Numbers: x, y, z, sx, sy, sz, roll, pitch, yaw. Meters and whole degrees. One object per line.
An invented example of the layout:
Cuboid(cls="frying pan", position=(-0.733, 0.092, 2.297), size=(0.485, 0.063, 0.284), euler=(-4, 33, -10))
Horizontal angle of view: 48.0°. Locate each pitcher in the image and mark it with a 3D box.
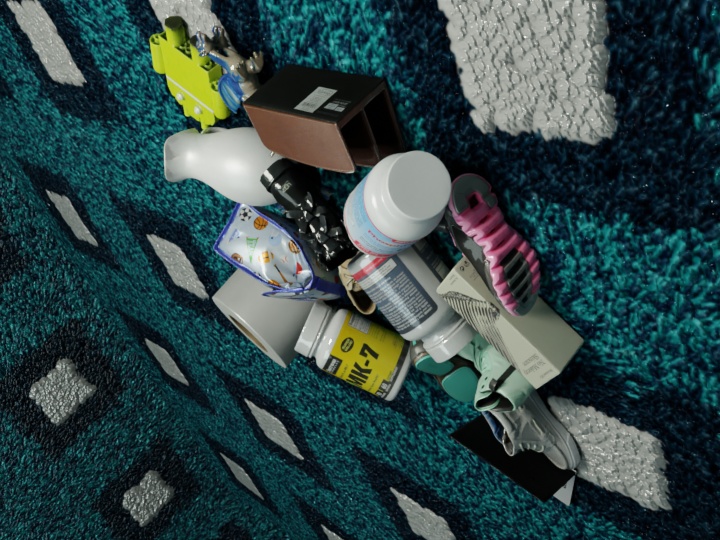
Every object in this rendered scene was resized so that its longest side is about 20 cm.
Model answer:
Cuboid(cls="pitcher", position=(-0.199, -0.188, 1.336), size=(0.195, 0.172, 0.123), euler=(12, 125, 13))

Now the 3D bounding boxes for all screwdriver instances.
Cuboid(cls="screwdriver", position=(0.056, -0.096, 1.178), size=(0.198, 0.028, 0.030), euler=(29, 119, 37))

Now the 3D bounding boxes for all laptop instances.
Cuboid(cls="laptop", position=(0.257, 0.340, 1.372), size=(0.186, 0.116, 0.202), euler=(32, 150, 30))

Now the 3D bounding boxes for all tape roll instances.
Cuboid(cls="tape roll", position=(-0.175, 0.072, 1.587), size=(0.202, 0.139, 0.203), euler=(40, 166, 12))

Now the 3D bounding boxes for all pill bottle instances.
Cuboid(cls="pill bottle", position=(0.083, 0.033, 1.205), size=(0.201, 0.119, 0.119), euler=(50, 154, -6))
Cuboid(cls="pill bottle", position=(0.047, -0.086, 1.041), size=(0.109, 0.109, 0.200), euler=(47, 165, -3))
Cuboid(cls="pill bottle", position=(-0.011, 0.140, 1.440), size=(0.197, 0.116, 0.115), euler=(25, 153, -2))

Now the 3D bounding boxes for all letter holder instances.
Cuboid(cls="letter holder", position=(-0.045, -0.188, 1.121), size=(0.198, 0.101, 0.144), euler=(21, 146, 42))

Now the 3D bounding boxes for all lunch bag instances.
Cuboid(cls="lunch bag", position=(-0.129, -0.015, 1.406), size=(0.198, 0.126, 0.170), euler=(32, -175, 19))

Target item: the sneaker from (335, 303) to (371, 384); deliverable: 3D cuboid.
Cuboid(cls="sneaker", position=(-0.011, 0.146, 1.547), size=(0.077, 0.085, 0.203), euler=(23, 145, 39))

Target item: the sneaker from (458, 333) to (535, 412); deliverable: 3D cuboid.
Cuboid(cls="sneaker", position=(0.181, 0.146, 1.215), size=(0.199, 0.118, 0.074), euler=(11, 140, 52))

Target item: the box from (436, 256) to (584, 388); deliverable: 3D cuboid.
Cuboid(cls="box", position=(0.204, 0.062, 1.119), size=(0.200, 0.068, 0.082), euler=(44, 153, 8))

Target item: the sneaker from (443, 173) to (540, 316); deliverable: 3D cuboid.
Cuboid(cls="sneaker", position=(0.163, -0.031, 1.062), size=(0.203, 0.078, 0.095), euler=(60, 158, -9))

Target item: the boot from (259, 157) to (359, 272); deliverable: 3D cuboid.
Cuboid(cls="boot", position=(-0.062, -0.081, 1.199), size=(0.163, 0.073, 0.198), euler=(51, -171, 7))

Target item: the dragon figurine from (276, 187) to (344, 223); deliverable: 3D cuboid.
Cuboid(cls="dragon figurine", position=(-0.065, -0.095, 1.324), size=(0.198, 0.059, 0.100), euler=(-1, 127, 57))

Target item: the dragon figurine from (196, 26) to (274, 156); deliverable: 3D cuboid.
Cuboid(cls="dragon figurine", position=(-0.176, -0.277, 1.226), size=(0.099, 0.059, 0.202), euler=(19, 143, 51))

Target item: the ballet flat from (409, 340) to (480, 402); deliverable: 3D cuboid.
Cuboid(cls="ballet flat", position=(0.141, 0.150, 1.330), size=(0.200, 0.067, 0.069), euler=(43, -156, -47))

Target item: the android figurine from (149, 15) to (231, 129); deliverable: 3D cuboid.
Cuboid(cls="android figurine", position=(-0.284, -0.324, 1.364), size=(0.181, 0.041, 0.202), euler=(39, 151, 17))

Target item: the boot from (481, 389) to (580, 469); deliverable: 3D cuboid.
Cuboid(cls="boot", position=(0.262, 0.260, 1.276), size=(0.201, 0.095, 0.073), euler=(52, 154, -11))

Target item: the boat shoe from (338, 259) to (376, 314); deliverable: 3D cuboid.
Cuboid(cls="boat shoe", position=(0.000, 0.000, 1.314), size=(0.201, 0.070, 0.066), euler=(68, -169, -56))
